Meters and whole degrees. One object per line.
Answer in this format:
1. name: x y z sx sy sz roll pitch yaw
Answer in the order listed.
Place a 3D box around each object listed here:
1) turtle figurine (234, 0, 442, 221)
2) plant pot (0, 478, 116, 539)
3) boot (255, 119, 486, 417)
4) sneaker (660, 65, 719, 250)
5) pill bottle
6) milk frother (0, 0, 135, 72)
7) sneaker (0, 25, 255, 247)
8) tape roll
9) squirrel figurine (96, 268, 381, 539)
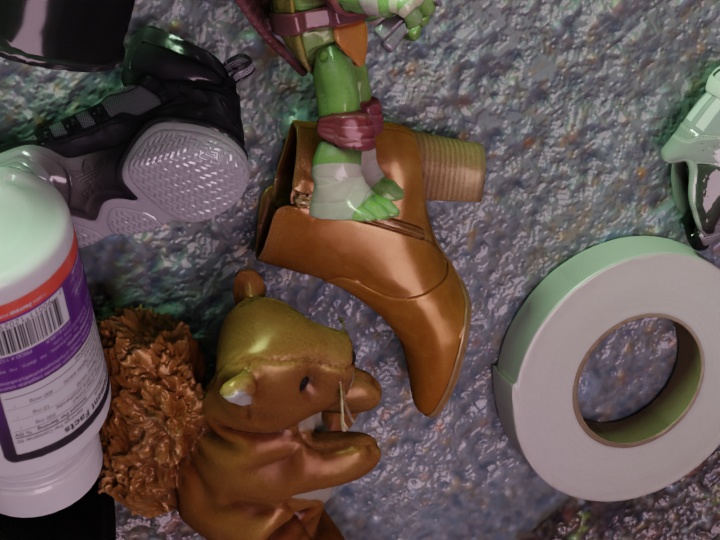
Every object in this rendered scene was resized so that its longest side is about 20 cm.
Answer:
1. turtle figurine: 0.025 -0.133 1.002 0.199 0.144 0.195 -7 106 -26
2. plant pot: -0.259 0.230 1.055 0.199 0.177 0.200 17 106 -27
3. boot: 0.000 0.000 1.125 0.143 0.071 0.202 2 106 -16
4. sneaker: 0.289 -0.048 1.215 0.200 0.075 0.116 37 100 -19
5. pill bottle: -0.207 0.049 0.993 0.111 0.112 0.200 -17 133 -14
6. milk frother: -0.201 -0.228 0.879 0.199 0.181 0.189 7 113 -30
7. sneaker: -0.153 -0.080 1.024 0.199 0.114 0.076 -7 140 20
8. tape roll: 0.195 0.073 1.243 0.202 0.037 0.203 -8 115 -18
9. squirrel figurine: -0.084 0.088 1.064 0.199 0.142 0.187 7 146 4
